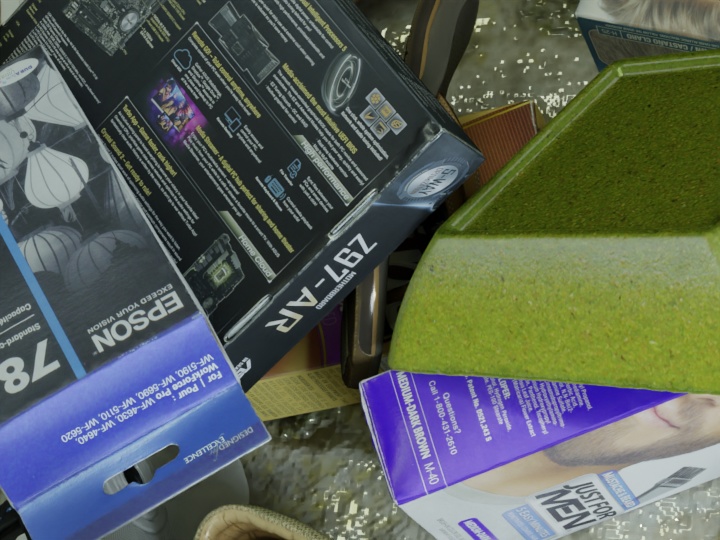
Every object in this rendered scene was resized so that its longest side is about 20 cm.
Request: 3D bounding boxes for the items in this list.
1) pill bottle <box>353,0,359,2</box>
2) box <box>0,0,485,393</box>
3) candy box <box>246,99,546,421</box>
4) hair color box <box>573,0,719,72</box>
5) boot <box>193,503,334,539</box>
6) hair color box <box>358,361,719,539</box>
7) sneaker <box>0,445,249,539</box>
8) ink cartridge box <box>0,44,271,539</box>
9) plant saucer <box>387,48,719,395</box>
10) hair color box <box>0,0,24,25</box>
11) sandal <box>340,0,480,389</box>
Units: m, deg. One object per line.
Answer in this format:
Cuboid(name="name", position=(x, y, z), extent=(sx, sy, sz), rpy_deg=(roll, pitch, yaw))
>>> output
Cuboid(name="pill bottle", position=(0.007, -0.202, 0.878), extent=(0.200, 0.104, 0.104), rpy_deg=(-26, 60, 9))
Cuboid(name="box", position=(-0.068, -0.065, 0.725), extent=(0.160, 0.044, 0.200), rpy_deg=(-45, 63, 12))
Cuboid(name="candy box", position=(0.000, 0.000, 0.817), extent=(0.200, 0.056, 0.117), rpy_deg=(-12, 62, 14))
Cuboid(name="hair color box", position=(0.188, -0.185, 0.826), extent=(0.100, 0.061, 0.200), rpy_deg=(15, 73, 27))
Cuboid(name="boot", position=(0.022, 0.179, 0.667), extent=(0.073, 0.155, 0.200), rpy_deg=(-42, 59, -2))
Cuboid(name="hair color box", position=(0.113, 0.054, 0.717), extent=(0.200, 0.109, 0.065), rpy_deg=(-24, 60, 10))
Cuboid(name="sneaker", position=(-0.124, 0.119, 0.739), extent=(0.112, 0.200, 0.073), rpy_deg=(-27, 84, 11))
Cuboid(name="ink cartridge box", position=(-0.123, 0.007, 0.662), extent=(0.099, 0.039, 0.200), rpy_deg=(-31, 59, -8))
Cuboid(name="plant saucer", position=(0.126, -0.034, 0.673), extent=(0.199, 0.048, 0.200), rpy_deg=(0, 35, 48))
Cuboid(name="hair color box", position=(-0.110, -0.088, 0.814), extent=(0.111, 0.064, 0.200), rpy_deg=(-12, 72, 26))
Cuboid(name="sandal", position=(0.032, -0.041, 0.761), extent=(0.054, 0.082, 0.200), rpy_deg=(16, 64, 4))
